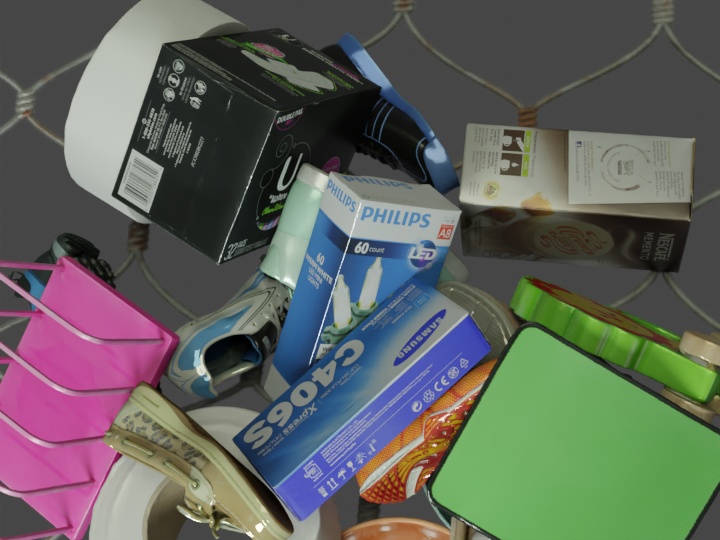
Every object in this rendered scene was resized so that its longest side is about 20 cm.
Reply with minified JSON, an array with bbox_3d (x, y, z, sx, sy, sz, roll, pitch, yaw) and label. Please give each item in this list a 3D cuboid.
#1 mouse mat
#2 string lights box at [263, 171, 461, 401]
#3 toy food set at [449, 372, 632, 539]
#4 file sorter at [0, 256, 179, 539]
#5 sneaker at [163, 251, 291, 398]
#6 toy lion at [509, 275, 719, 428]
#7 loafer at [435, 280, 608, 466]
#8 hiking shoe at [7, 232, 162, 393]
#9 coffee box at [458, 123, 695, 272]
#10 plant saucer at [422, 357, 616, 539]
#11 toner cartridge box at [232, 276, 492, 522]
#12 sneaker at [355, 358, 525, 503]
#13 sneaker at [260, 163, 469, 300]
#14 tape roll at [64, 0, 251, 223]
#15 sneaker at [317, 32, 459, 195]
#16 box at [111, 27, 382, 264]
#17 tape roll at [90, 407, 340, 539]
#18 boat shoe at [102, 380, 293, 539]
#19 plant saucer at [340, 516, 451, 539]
[{"bbox_3d":[0.168,0.152,1.112,0.198,0.008,0.162,30,96,-3],"label":"mouse mat"},{"bbox_3d":[0.000,0.026,1.213,0.102,0.202,0.059,4,24,-33],"label":"string lights box"},{"bbox_3d":[0.145,0.173,1.186,0.141,0.061,0.203,5,65,7],"label":"toy food set"},{"bbox_3d":[-0.274,0.107,1.220,0.138,0.125,0.202,32,101,24],"label":"file sorter"},{"bbox_3d":[-0.086,0.042,1.286,0.072,0.072,0.200,31,58,30],"label":"sneaker"},{"bbox_3d":[0.220,0.056,1.204,0.190,0.199,0.069,26,98,23],"label":"toy lion"},{"bbox_3d":[0.133,0.084,1.189,0.200,0.062,0.072,46,117,31],"label":"loafer"},{"bbox_3d":[-0.245,0.069,1.322,0.086,0.074,0.202,-34,68,19],"label":"hiking shoe"},{"bbox_3d":[0.189,-0.063,1.294,0.197,0.115,0.081,4,68,8],"label":"coffee box"},{"bbox_3d":[0.146,0.155,1.248,0.197,0.036,0.203,-2,64,4],"label":"plant saucer"},{"bbox_3d":[0.000,0.097,1.144,0.200,0.043,0.095,-42,31,-9],"label":"toner cartridge box"},{"bbox_3d":[0.056,0.115,1.178,0.199,0.072,0.078,-38,51,35],"label":"sneaker"},{"bbox_3d":[0.000,0.000,1.282,0.119,0.199,0.074,-61,33,2],"label":"sneaker"},{"bbox_3d":[-0.176,-0.147,1.322,0.070,0.203,0.204,29,73,17],"label":"tape roll"},{"bbox_3d":[0.012,-0.132,1.370,0.078,0.070,0.201,-36,62,-5],"label":"sneaker"},{"bbox_3d":[-0.096,-0.114,1.278,0.124,0.200,0.150,31,114,17],"label":"box"},{"bbox_3d":[-0.120,0.217,1.209,0.199,0.071,0.205,-7,58,12],"label":"tape roll"},{"bbox_3d":[-0.128,0.163,1.155,0.063,0.073,0.199,-48,48,-8],"label":"boat shoe"},{"bbox_3d":[0.031,0.305,1.205,0.197,0.032,0.203,-3,67,6],"label":"plant saucer"}]
